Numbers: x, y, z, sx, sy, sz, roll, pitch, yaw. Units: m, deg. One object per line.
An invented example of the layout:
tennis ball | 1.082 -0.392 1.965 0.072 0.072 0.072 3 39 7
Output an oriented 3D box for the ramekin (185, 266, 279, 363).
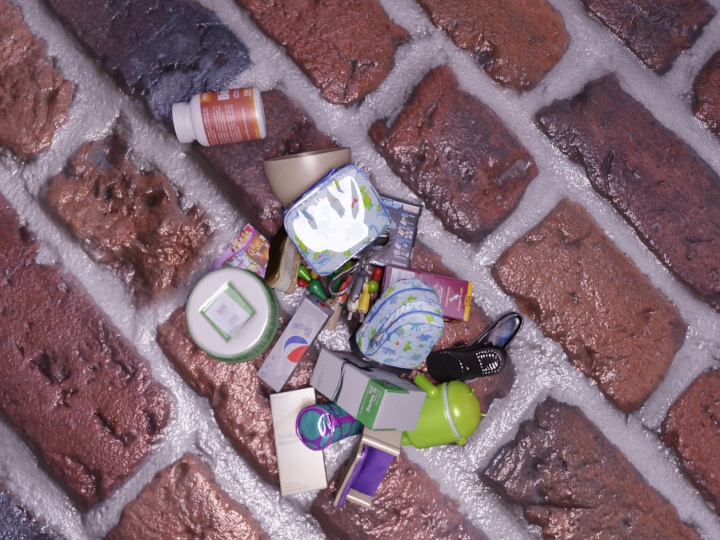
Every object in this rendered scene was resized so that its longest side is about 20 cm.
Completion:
ramekin | -0.268 0.090 1.134 0.192 0.098 0.208 1 82 -5

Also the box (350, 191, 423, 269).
box | 0.034 -0.094 1.248 0.193 0.046 0.165 14 81 -1

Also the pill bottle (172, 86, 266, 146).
pill bottle | -0.315 -0.344 1.228 0.193 0.112 0.116 -9 82 -6

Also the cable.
cable | 0.000 0.000 1.147 0.094 0.050 0.205 22 77 8

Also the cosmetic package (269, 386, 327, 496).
cosmetic package | -0.131 0.357 1.159 0.100 0.073 0.208 -9 83 -5

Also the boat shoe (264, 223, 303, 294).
boat shoe | -0.157 -0.030 1.175 0.066 0.073 0.204 39 38 -29

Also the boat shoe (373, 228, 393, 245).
boat shoe | -0.024 -0.070 1.189 0.194 0.074 0.065 -1 114 -11

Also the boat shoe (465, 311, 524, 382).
boat shoe | 0.294 0.169 1.216 0.199 0.066 0.070 -41 85 -8

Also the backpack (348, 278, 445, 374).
backpack | 0.086 0.113 1.087 0.159 0.155 0.204 18 113 -22

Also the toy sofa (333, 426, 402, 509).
toy sofa | 0.014 0.401 1.097 0.080 0.099 0.204 20 125 0

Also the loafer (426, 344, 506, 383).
loafer | 0.231 0.199 1.173 0.070 0.196 0.076 -12 91 -49

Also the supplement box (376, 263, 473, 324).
supplement box | 0.137 0.055 1.200 0.193 0.110 0.089 11 80 -2

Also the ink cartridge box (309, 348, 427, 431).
ink cartridge box | 0.013 0.237 1.098 0.197 0.144 0.086 23 94 43

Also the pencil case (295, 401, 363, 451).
pencil case | -0.051 0.305 1.104 0.090 0.199 0.088 -20 77 20

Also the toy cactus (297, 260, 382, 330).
toy cactus | -0.056 0.048 1.200 0.192 0.102 0.171 9 96 -1

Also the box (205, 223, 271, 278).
box | -0.261 0.018 1.215 0.136 0.039 0.202 38 81 2

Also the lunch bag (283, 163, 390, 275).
lunch bag | -0.050 -0.107 1.095 0.198 0.083 0.163 -37 107 0

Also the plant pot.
plant pot | -0.107 -0.186 1.194 0.193 0.201 0.139 -10 105 -5

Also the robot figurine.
robot figurine | 0.163 0.302 1.140 0.195 0.117 0.178 -21 118 23

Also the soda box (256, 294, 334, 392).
soda box | -0.137 0.153 1.158 0.063 0.068 0.203 35 100 6
